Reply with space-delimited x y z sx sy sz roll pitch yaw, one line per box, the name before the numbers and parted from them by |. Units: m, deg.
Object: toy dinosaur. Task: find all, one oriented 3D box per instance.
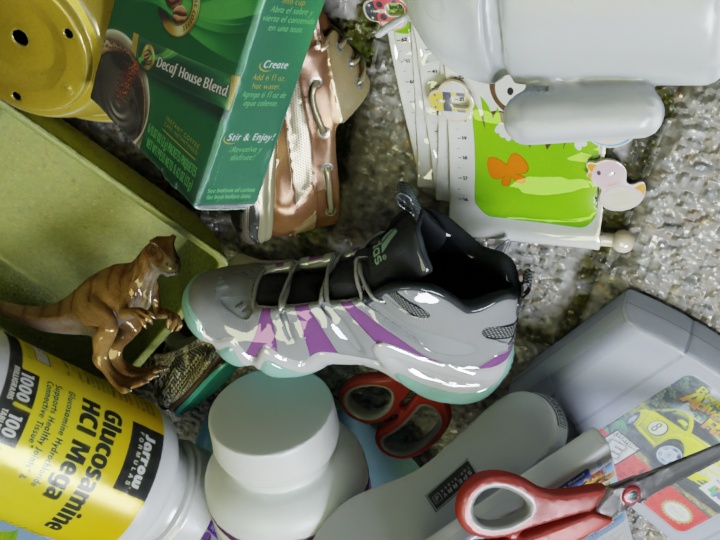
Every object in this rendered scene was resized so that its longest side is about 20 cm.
toy dinosaur | -0.172 0.028 0.894 0.199 0.060 0.107 -20 95 33

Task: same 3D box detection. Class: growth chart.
growth chart | 0.079 -0.091 0.753 0.144 0.018 0.201 0 128 25

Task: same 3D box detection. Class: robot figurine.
robot figurine | 0.104 -0.141 0.620 0.198 0.171 0.113 3 172 14

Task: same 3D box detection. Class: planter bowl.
planter bowl | -0.176 -0.151 0.779 0.199 0.084 0.201 13 133 15

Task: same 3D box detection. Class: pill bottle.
pill bottle | -0.197 0.125 0.921 0.199 0.113 0.112 30 139 -32
pill bottle | -0.045 0.166 0.929 0.111 0.113 0.201 8 131 20

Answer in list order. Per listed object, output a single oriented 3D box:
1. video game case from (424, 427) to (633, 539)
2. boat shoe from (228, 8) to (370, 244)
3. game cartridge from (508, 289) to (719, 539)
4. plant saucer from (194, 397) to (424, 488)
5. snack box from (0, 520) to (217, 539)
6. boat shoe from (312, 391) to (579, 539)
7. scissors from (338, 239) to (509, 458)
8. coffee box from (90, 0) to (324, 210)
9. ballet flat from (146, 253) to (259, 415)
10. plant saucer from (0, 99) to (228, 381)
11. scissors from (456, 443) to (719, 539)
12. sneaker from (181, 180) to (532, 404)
video game case | 0.105 0.183 0.859 0.018 0.143 0.200 54 175 34
boat shoe | -0.035 -0.109 0.764 0.073 0.076 0.201 -3 125 -14
game cartridge | 0.205 0.103 0.845 0.200 0.041 0.133 39 130 -9
plant saucer | -0.028 0.158 1.009 0.199 0.027 0.201 13 131 15
snack box | -0.200 0.190 1.020 0.200 0.169 0.068 47 135 -16
boat shoe | 0.053 0.151 0.844 0.200 0.069 0.057 -38 144 14
scissors | 0.057 0.056 0.866 0.073 0.014 0.200 39 128 -7
coffee box | -0.071 -0.147 0.681 0.123 0.044 0.201 44 124 37
ballet flat | -0.087 0.034 0.913 0.200 0.068 0.076 -32 87 42
plant saucer | -0.205 -0.025 0.918 0.199 0.048 0.200 35 134 -11
scissors | 0.142 0.136 0.775 0.198 0.014 0.074 -8 105 -14
sneaker | 0.000 0.000 0.772 0.198 0.078 0.140 8 140 -4
